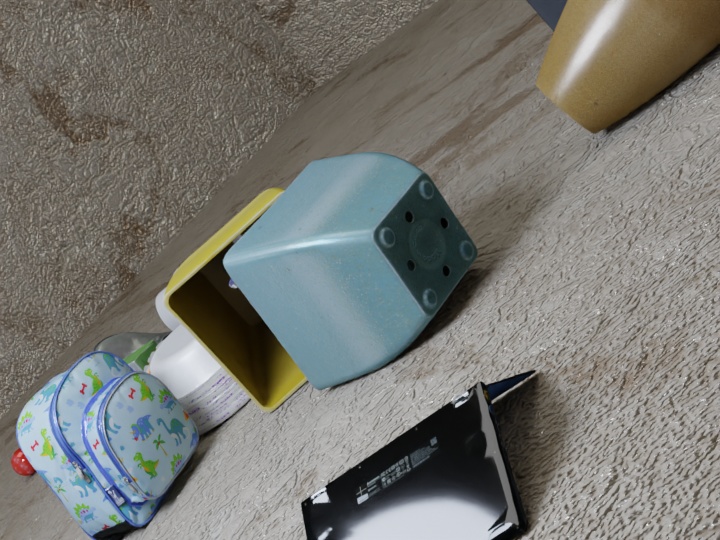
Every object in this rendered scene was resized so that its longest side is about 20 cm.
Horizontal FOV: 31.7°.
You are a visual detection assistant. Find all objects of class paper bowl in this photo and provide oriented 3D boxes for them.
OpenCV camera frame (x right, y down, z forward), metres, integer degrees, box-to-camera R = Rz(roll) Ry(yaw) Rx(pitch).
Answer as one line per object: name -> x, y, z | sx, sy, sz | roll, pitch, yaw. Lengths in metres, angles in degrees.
paper bowl -> -0.209, 0.125, 1.742 | 0.199, 0.105, 0.201 | -34, 17, 12

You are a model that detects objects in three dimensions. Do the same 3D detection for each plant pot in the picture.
plant pot -> -0.118, 0.014, 1.583 | 0.199, 0.200, 0.177 | -41, 22, 2
plant pot -> 0.295, -0.264, 1.440 | 0.201, 0.186, 0.187 | -50, 9, 17
plant pot -> 0.011, -0.011, 1.395 | 0.199, 0.197, 0.197 | -13, 29, 49

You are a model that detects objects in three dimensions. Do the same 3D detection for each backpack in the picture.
backpack -> -0.311, 0.206, 1.584 | 0.146, 0.201, 0.183 | -32, 14, 35

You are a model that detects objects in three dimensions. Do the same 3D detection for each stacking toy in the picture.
stacking toy -> -0.589, 0.302, 2.407 | 0.201, 0.085, 0.085 | -50, 15, -19

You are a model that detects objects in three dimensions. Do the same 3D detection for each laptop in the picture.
laptop -> 0.060, 0.179, 0.988 | 0.186, 0.115, 0.202 | -37, 42, 22

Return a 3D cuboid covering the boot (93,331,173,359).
boot -> -0.322, 0.119, 2.038 | 0.197, 0.069, 0.130 | -4, -11, -30

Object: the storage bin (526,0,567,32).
storage bin -> 0.346, -0.450, 1.965 | 0.146, 0.135, 0.199 | -45, 14, -20

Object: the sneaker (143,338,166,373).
sneaker -> -0.296, 0.202, 1.864 | 0.078, 0.077, 0.202 | -13, 49, 57

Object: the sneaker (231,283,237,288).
sneaker -> -0.200, 0.112, 1.931 | 0.201, 0.074, 0.083 | -61, -12, -45

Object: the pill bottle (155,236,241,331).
pill bottle -> -0.267, 0.024, 2.262 | 0.199, 0.120, 0.120 | -36, 13, 24

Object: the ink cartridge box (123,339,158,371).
ink cartridge box -> -0.360, 0.198, 1.988 | 0.199, 0.104, 0.059 | -31, 15, 40
